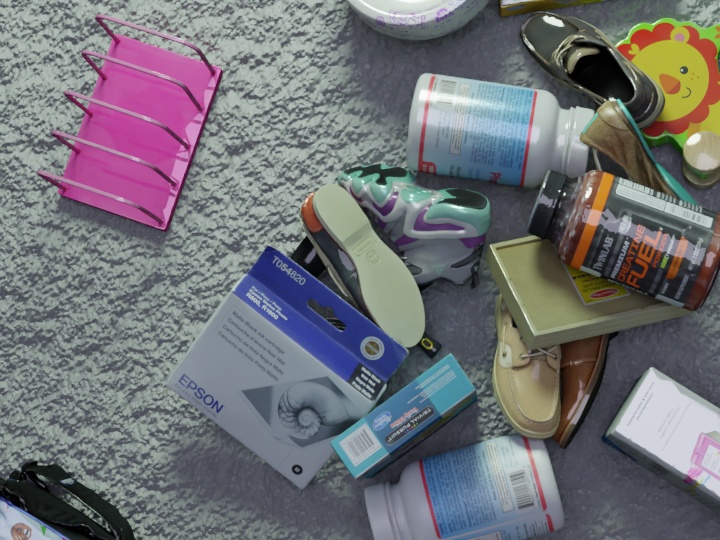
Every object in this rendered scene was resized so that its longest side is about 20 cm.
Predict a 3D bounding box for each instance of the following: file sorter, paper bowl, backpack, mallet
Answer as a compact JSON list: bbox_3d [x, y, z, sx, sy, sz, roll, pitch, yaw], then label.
[{"bbox_3d":[-0.263,-0.170,1.637,0.137,0.125,0.202,18,84,8],"label":"file sorter"},{"bbox_3d":[0.067,-0.360,1.634,0.198,0.104,0.204,-2,83,14],"label":"paper bowl"},{"bbox_3d":[-0.333,0.309,1.553,0.189,0.200,0.156,23,90,2],"label":"backpack"},{"bbox_3d":[0.003,0.034,1.630,0.066,0.041,0.200,-42,84,-3],"label":"mallet"}]

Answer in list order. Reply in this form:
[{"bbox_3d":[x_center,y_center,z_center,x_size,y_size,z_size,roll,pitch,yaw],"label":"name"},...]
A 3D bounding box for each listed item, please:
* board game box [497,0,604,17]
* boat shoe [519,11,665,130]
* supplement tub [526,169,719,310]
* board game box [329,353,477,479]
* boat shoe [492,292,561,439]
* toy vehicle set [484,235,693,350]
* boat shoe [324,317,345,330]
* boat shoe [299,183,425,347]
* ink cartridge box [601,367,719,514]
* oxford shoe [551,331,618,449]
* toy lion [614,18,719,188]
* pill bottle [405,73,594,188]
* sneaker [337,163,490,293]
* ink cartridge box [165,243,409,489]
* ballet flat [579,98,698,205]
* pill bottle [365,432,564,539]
[{"bbox_3d":[0.247,-0.383,1.659,0.197,0.040,0.155,-8,82,5],"label":"board game box"},{"bbox_3d":[0.251,-0.234,1.598,0.200,0.073,0.075,39,97,30],"label":"boat shoe"},{"bbox_3d":[0.277,-0.038,1.512,0.198,0.107,0.108,20,84,7],"label":"supplement tub"},{"bbox_3d":[0.051,0.158,1.523,0.150,0.200,0.047,-36,80,0],"label":"board game box"},{"bbox_3d":[0.179,0.083,1.545,0.070,0.065,0.202,3,52,-11],"label":"boat shoe"},{"bbox_3d":[0.248,0.009,1.555,0.198,0.027,0.125,-11,55,-17],"label":"toy vehicle set"},{"bbox_3d":[-0.072,0.081,1.616,0.197,0.060,0.075,8,84,7],"label":"boat shoe"},{"bbox_3d":[0.000,0.000,1.588,0.071,0.062,0.201,-33,89,-34],"label":"boat shoe"},{"bbox_3d":[0.362,0.194,1.516,0.199,0.145,0.085,33,85,9],"label":"ink cartridge box"},{"bbox_3d":[0.237,0.096,1.584,0.070,0.071,0.202,17,73,11],"label":"oxford shoe"},{"bbox_3d":[0.378,-0.207,1.617,0.199,0.069,0.193,-36,73,1],"label":"toy lion"},{"bbox_3d":[0.154,-0.151,1.602,0.197,0.109,0.110,9,83,7],"label":"pill bottle"},{"bbox_3d":[0.052,-0.033,1.617,0.199,0.077,0.142,22,120,36],"label":"sneaker"},{"bbox_3d":[-0.081,0.107,1.566,0.199,0.041,0.201,37,113,-2],"label":"ink cartridge box"},{"bbox_3d":[0.301,-0.096,1.563,0.072,0.068,0.200,-36,120,15],"label":"ballet flat"},{"bbox_3d":[0.110,0.246,1.544,0.197,0.109,0.110,-15,81,3],"label":"pill bottle"}]
